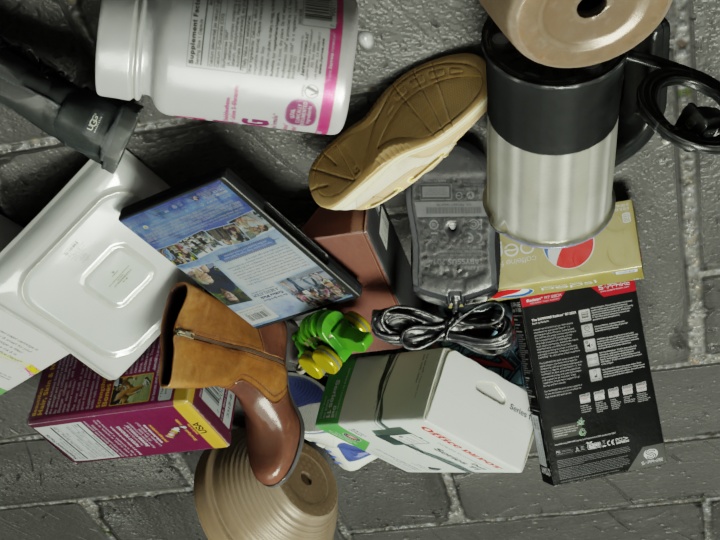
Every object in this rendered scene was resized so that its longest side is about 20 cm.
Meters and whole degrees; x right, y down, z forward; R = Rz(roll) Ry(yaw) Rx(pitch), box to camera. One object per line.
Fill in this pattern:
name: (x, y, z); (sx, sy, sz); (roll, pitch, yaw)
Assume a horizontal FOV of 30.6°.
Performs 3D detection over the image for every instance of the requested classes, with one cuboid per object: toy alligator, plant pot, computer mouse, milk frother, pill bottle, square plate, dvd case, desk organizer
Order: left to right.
square plate: (-0.239, 0.001, 1.282); (0.200, 0.028, 0.198); (-45, 130, 6)
pill bottle: (-0.107, -0.176, 1.054); (0.198, 0.114, 0.114); (6, 142, -6)
dvd case: (-0.111, -0.017, 1.243); (0.142, 0.018, 0.200); (-18, 135, 36)
plant pot: (-0.092, 0.266, 1.557); (0.200, 0.202, 0.093); (30, 129, -32)
toy alligator: (-0.044, 0.070, 1.313); (0.054, 0.059, 0.200); (45, 158, -8)
desk organizer: (0.000, 0.000, 1.314); (0.076, 0.072, 0.201); (-7, 141, 15)
computer mouse: (0.082, -0.026, 1.237); (0.137, 0.053, 0.202); (5, 104, 8)
plant pot: (0.135, -0.236, 0.895); (0.198, 0.176, 0.201); (-8, 146, -6)
milk frother: (0.198, -0.100, 1.059); (0.179, 0.201, 0.189); (-15, 140, -6)

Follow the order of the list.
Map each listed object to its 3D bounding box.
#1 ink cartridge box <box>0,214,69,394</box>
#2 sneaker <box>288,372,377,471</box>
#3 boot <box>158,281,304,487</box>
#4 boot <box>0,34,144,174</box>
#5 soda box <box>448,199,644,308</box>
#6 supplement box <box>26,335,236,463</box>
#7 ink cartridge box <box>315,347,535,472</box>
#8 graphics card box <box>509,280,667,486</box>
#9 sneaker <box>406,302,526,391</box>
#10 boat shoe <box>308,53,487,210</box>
ink cartridge box: (-0.384, 0.044, 1.368); (0.199, 0.084, 0.144); (-29, 134, 33)
sneaker: (-0.032, 0.189, 1.550); (0.198, 0.081, 0.116); (7, 140, -10)
boot: (-0.129, 0.121, 1.336); (0.068, 0.190, 0.200); (4, 172, 30)
boot: (-0.286, -0.155, 1.111); (0.199, 0.066, 0.165); (25, 176, -11)
soda box: (0.171, -0.014, 1.278); (0.198, 0.068, 0.064); (-9, 168, 12)
supplement box: (-0.238, 0.122, 1.417); (0.198, 0.132, 0.103); (-8, 143, 21)
ink cartridge box: (0.070, 0.152, 1.396); (0.146, 0.084, 0.199); (30, 157, -28)
graphics card box: (0.231, 0.108, 1.335); (0.124, 0.202, 0.051); (-11, 178, -8)
sneaker: (0.153, 0.082, 1.410); (0.198, 0.080, 0.096); (13, 139, -15)
boat shoe: (0.045, -0.119, 1.167); (0.199, 0.074, 0.069); (-33, 155, 25)
